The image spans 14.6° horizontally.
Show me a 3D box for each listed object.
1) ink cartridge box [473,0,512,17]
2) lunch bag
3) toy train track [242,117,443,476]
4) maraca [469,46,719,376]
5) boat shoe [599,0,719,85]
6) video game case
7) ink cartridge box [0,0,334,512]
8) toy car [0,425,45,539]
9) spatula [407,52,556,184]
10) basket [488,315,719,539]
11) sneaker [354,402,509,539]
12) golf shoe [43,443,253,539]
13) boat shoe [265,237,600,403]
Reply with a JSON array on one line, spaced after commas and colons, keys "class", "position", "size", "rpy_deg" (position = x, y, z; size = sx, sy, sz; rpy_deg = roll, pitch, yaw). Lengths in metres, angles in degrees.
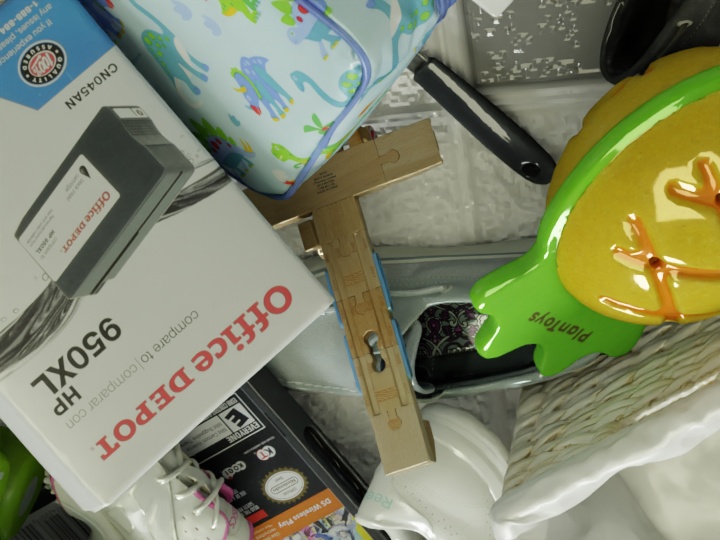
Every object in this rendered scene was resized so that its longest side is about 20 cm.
[{"class": "ink cartridge box", "position": [0.070, -0.235, 1.227], "size": [0.147, 0.086, 0.200], "rpy_deg": [37, 113, -11]}, {"class": "lunch bag", "position": [-0.053, -0.127, 1.237], "size": [0.161, 0.082, 0.200], "rpy_deg": [40, 158, 1]}, {"class": "toy train track", "position": [0.000, 0.000, 1.336], "size": [0.114, 0.033, 0.201], "rpy_deg": [-20, 75, 16]}, {"class": "maraca", "position": [0.134, -0.023, 1.259], "size": [0.137, 0.107, 0.200], "rpy_deg": [21, 123, -43]}, {"class": "boat shoe", "position": [0.151, -0.158, 1.242], "size": [0.066, 0.070, 0.200], "rpy_deg": [-5, 140, -22]}, {"class": "video game case", "position": [-0.073, 0.152, 1.446], "size": [0.200, 0.026, 0.181], "rpy_deg": [-30, 109, 31]}, {"class": "ink cartridge box", "position": [-0.131, -0.011, 1.268], "size": [0.145, 0.084, 0.200], "rpy_deg": [-42, 93, -11]}, {"class": "toy car", "position": [-0.218, 0.013, 1.376], "size": [0.164, 0.158, 0.200], "rpy_deg": [23, 92, 7]}, {"class": "spatula", "position": [0.016, -0.103, 1.331], "size": [0.200, 0.021, 0.057], "rpy_deg": [35, 135, -14]}, {"class": "basket", "position": [0.196, 0.113, 1.339], "size": [0.198, 0.161, 0.200], "rpy_deg": [-29, 108, 19]}, {"class": "sneaker", "position": [0.064, 0.164, 1.390], "size": [0.075, 0.089, 0.200], "rpy_deg": [1, 133, 56]}, {"class": "golf shoe", "position": [-0.102, 0.104, 1.372], "size": [0.091, 0.075, 0.200], "rpy_deg": [-6, 127, 10]}, {"class": "boat shoe", "position": [0.027, 0.030, 1.367], "size": [0.200, 0.072, 0.070], "rpy_deg": [-9, 116, 13]}]
